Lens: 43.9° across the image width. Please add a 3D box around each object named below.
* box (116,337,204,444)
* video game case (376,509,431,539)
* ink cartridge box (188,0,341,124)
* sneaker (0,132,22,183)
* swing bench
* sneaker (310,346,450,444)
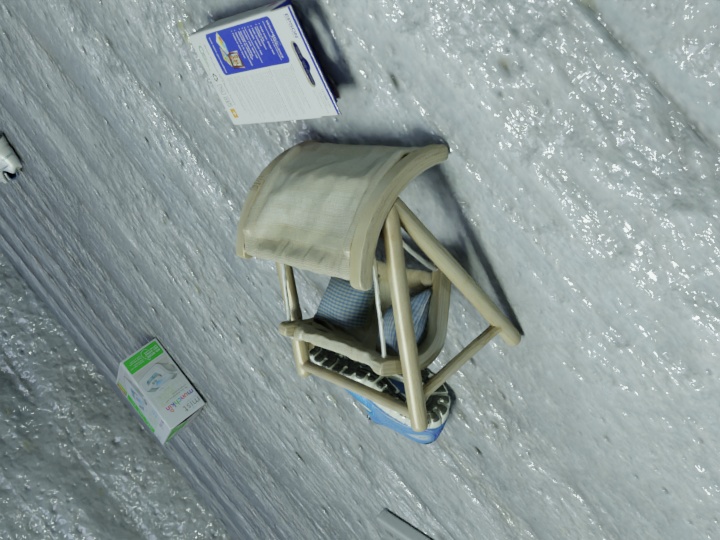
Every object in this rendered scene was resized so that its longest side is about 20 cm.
[{"bbox_3d":[-0.426,0.260,1.897,0.177,0.096,0.200,52,155,4],"label":"box"},{"bbox_3d":[0.120,0.453,1.299,0.199,0.023,0.183,18,139,49],"label":"video game case"},{"bbox_3d":[-0.079,-0.178,0.775,0.199,0.037,0.095,13,134,58],"label":"ink cartridge box"},{"bbox_3d":[-0.753,-0.215,1.855,0.087,0.074,0.200,52,157,-12],"label":"sneaker"},{"bbox_3d":[0.000,0.000,0.766,0.198,0.129,0.201,13,135,55],"label":"swing bench"},{"bbox_3d":[0.010,0.125,0.978,0.200,0.078,0.090,37,149,29],"label":"sneaker"}]
